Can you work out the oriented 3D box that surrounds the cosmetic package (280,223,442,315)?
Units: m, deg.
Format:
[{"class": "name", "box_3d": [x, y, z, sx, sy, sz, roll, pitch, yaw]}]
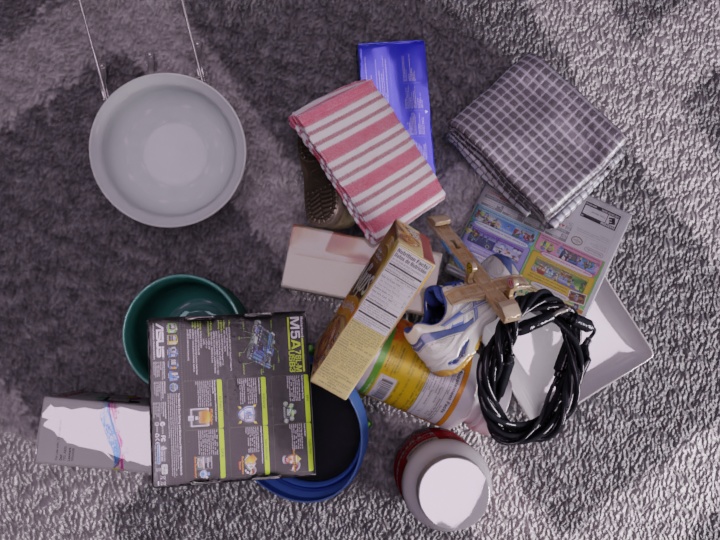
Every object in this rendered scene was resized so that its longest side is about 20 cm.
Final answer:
[{"class": "cosmetic package", "box_3d": [0.000, 0.000, 1.196, 0.200, 0.103, 0.087, 12, 88, -3]}]

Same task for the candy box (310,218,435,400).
[{"class": "candy box", "box_3d": [0.014, 0.045, 1.086, 0.055, 0.115, 0.200, 30, 105, -9]}]

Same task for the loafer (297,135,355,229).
[{"class": "loafer", "box_3d": [-0.039, -0.139, 1.210, 0.076, 0.068, 0.200, -12, 62, 27]}]

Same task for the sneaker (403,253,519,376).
[{"class": "sneaker", "box_3d": [0.129, 0.036, 1.132, 0.088, 0.075, 0.200, 45, 55, -13]}]

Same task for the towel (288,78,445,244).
[{"class": "towel", "box_3d": [0.012, -0.146, 1.171, 0.146, 0.030, 0.200, -33, 90, -34]}]

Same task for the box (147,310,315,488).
[{"class": "box", "box_3d": [-0.155, 0.151, 1.072, 0.193, 0.048, 0.200, -3, 81, -13]}]

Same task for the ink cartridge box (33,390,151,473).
[{"class": "ink cartridge box", "box_3d": [-0.294, 0.206, 1.148, 0.200, 0.145, 0.084, 6, 85, -2]}]

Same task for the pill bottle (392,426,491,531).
[{"class": "pill bottle", "box_3d": [0.104, 0.264, 1.136, 0.112, 0.200, 0.112, 0, 87, -3]}]

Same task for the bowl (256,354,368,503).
[{"class": "bowl", "box_3d": [-0.081, 0.201, 1.170, 0.200, 0.039, 0.201, 5, 104, 23]}]

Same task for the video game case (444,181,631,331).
[{"class": "video game case", "box_3d": [0.242, -0.037, 1.226, 0.200, 0.022, 0.182, 26, 80, 8]}]

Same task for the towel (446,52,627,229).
[{"class": "towel", "box_3d": [0.238, -0.175, 1.204, 0.166, 0.086, 0.200, -42, 77, -10]}]

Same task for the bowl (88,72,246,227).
[{"class": "bowl", "box_3d": [-0.250, -0.156, 1.193, 0.201, 0.090, 0.201, 0, 92, -4]}]

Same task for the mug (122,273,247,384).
[{"class": "mug", "box_3d": [-0.205, 0.092, 1.168, 0.185, 0.114, 0.152, 28, 86, 6]}]

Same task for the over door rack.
[{"class": "over door rack", "box_3d": [-0.294, -0.316, 1.207, 0.147, 0.067, 0.200, -14, 108, -3]}]

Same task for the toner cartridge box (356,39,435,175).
[{"class": "toner cartridge box", "box_3d": [0.048, -0.212, 1.238, 0.095, 0.043, 0.200, -4, 87, -3]}]

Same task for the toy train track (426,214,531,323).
[{"class": "toy train track", "box_3d": [0.141, -0.014, 1.125, 0.115, 0.033, 0.200, -12, 44, -23]}]

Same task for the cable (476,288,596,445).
[{"class": "cable", "box_3d": [0.218, 0.127, 1.134, 0.163, 0.051, 0.200, 35, 81, -32]}]

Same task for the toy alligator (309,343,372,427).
[{"class": "toy alligator", "box_3d": [-0.052, 0.138, 1.209, 0.059, 0.054, 0.200, -39, 89, -4]}]

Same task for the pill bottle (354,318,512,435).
[{"class": "pill bottle", "box_3d": [0.093, 0.141, 1.184, 0.200, 0.111, 0.111, 24, 86, -7]}]

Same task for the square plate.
[{"class": "square plate", "box_3d": [0.271, 0.085, 1.240, 0.198, 0.028, 0.200, -31, 89, -4]}]
